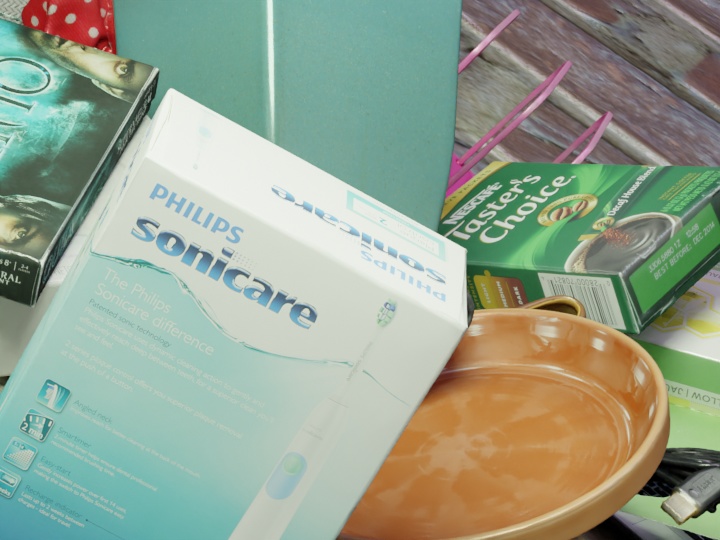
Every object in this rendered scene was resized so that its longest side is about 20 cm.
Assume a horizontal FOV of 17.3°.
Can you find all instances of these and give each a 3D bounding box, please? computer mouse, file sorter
[{"bbox_3d":[0.096,0.124,1.166,0.140,0.046,0.199,6,14,40],"label":"computer mouse"},{"bbox_3d":[0.054,-0.121,1.553,0.200,0.125,0.139,46,21,-2],"label":"file sorter"}]

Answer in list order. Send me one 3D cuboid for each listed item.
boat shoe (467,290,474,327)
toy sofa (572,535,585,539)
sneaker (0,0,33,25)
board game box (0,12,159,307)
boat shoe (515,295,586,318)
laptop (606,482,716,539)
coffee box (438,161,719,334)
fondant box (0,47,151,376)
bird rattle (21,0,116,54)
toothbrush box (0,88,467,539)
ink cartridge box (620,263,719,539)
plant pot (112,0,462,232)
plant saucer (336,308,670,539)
[{"bbox_3d":[-0.034,0.038,1.130,0.199,0.073,0.063,-22,30,-28],"label":"boat shoe"},{"bbox_3d":[0.153,0.204,1.100,0.199,0.083,0.098,26,27,-13],"label":"toy sofa"},{"bbox_3d":[-0.166,-0.193,1.494,0.199,0.075,0.115,10,41,-20],"label":"sneaker"},{"bbox_3d":[-0.186,-0.064,1.134,0.134,0.028,0.200,18,33,1],"label":"board game box"},{"bbox_3d":[0.048,0.061,1.246,0.072,0.068,0.199,41,40,26],"label":"boat shoe"},{"bbox_3d":[0.242,0.118,1.357,0.187,0.116,0.200,39,19,21],"label":"laptop"},{"bbox_3d":[0.116,-0.017,1.378,0.123,0.044,0.199,-38,27,-33],"label":"coffee box"},{"bbox_3d":[-0.161,-0.034,1.182,0.144,0.059,0.200,-5,38,-33],"label":"fondant box"},{"bbox_3d":[-0.098,-0.136,1.417,0.200,0.163,0.113,41,3,-1],"label":"bird rattle"},{"bbox_3d":[-0.065,0.052,0.976,0.146,0.201,0.085,27,22,-9],"label":"toothbrush box"},{"bbox_3d":[0.172,0.059,1.349,0.145,0.048,0.200,15,35,17],"label":"ink cartridge box"},{"bbox_3d":[-0.039,-0.061,1.258,0.141,0.141,0.201,14,68,-39],"label":"plant pot"},{"bbox_3d":[0.048,0.082,1.124,0.199,0.033,0.201,-9,28,5],"label":"plant saucer"}]
